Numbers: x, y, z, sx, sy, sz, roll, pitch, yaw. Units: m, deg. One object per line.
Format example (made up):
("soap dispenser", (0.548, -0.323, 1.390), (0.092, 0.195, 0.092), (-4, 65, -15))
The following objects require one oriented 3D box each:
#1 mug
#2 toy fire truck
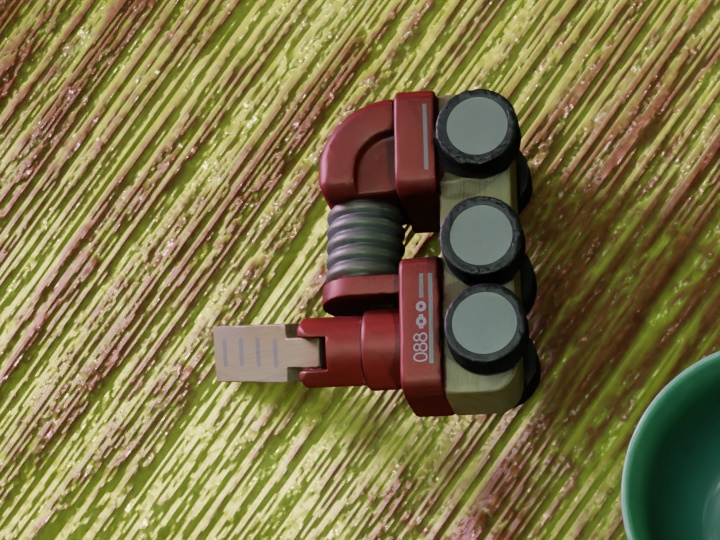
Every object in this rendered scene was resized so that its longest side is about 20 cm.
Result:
("mug", (0.227, 0.132, 0.913), (0.152, 0.114, 0.185), (-46, 64, 1))
("toy fire truck", (0.000, 0.000, 1.054), (0.199, 0.129, 0.177), (-4, 71, 9))
